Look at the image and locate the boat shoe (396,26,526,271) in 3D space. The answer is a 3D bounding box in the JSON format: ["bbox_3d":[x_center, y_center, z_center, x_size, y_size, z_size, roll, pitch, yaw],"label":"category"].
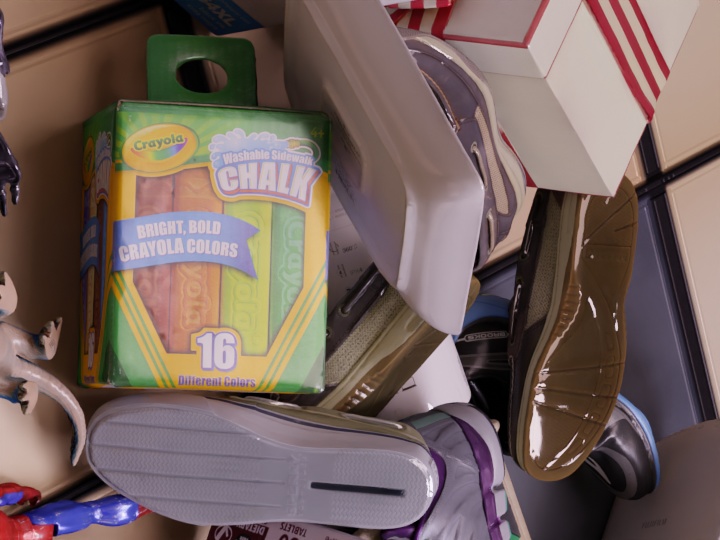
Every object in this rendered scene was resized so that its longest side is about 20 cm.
[{"bbox_3d":[0.045,-0.068,1.619,0.200,0.074,0.073,51,43,-47],"label":"boat shoe"}]

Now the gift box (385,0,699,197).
[{"bbox_3d":[0.073,-0.164,1.698,0.187,0.200,0.185,56,47,-48],"label":"gift box"}]

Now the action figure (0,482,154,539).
[{"bbox_3d":[-0.175,0.150,1.521,0.200,0.052,0.066,6,80,-52],"label":"action figure"}]

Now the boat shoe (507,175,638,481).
[{"bbox_3d":[0.127,0.032,1.747,0.073,0.065,0.200,13,91,-36],"label":"boat shoe"}]

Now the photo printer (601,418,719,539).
[{"bbox_3d":[0.222,0.193,1.848,0.069,0.166,0.200,29,68,-20],"label":"photo printer"}]

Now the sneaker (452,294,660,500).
[{"bbox_3d":[0.119,0.096,1.815,0.200,0.071,0.083,40,63,-30],"label":"sneaker"}]

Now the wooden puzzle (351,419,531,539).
[{"bbox_3d":[0.064,0.217,1.696,0.185,0.037,0.200,-36,117,-46],"label":"wooden puzzle"}]

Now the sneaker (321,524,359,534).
[{"bbox_3d":[0.012,0.211,1.703,0.200,0.060,0.104,23,69,-46],"label":"sneaker"}]

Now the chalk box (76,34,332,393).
[{"bbox_3d":[-0.088,-0.033,1.535,0.125,0.124,0.200,1,88,-14],"label":"chalk box"}]

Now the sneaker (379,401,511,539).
[{"bbox_3d":[0.050,0.180,1.619,0.087,0.074,0.200,-7,77,-39],"label":"sneaker"}]

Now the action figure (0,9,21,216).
[{"bbox_3d":[-0.234,-0.113,1.435,0.119,0.102,0.200,2,45,-19],"label":"action figure"}]

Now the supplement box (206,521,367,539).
[{"bbox_3d":[-0.056,0.240,1.569,0.061,0.109,0.200,29,77,-59],"label":"supplement box"}]

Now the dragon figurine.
[{"bbox_3d":[-0.219,0.039,1.473,0.200,0.099,0.059,48,53,-57],"label":"dragon figurine"}]

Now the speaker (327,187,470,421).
[{"bbox_3d":[0.000,0.000,1.684,0.081,0.081,0.200,-35,113,-40],"label":"speaker"}]

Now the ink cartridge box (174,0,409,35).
[{"bbox_3d":[-0.016,-0.225,1.587,0.084,0.200,0.146,42,59,-36],"label":"ink cartridge box"}]

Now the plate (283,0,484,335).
[{"bbox_3d":[0.003,-0.077,1.510,0.032,0.200,0.200,-25,69,-13],"label":"plate"}]

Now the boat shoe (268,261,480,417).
[{"bbox_3d":[-0.016,0.057,1.631,0.066,0.201,0.072,50,16,19],"label":"boat shoe"}]

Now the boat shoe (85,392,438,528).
[{"bbox_3d":[-0.056,0.107,1.560,0.200,0.062,0.072,10,106,-3],"label":"boat shoe"}]
